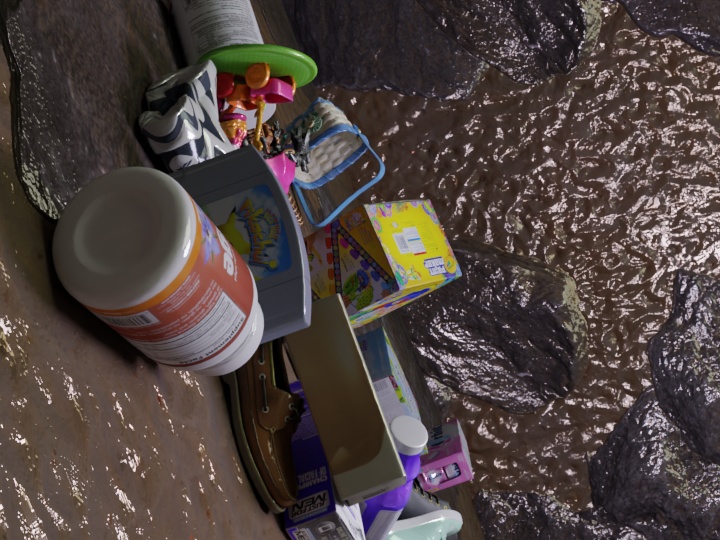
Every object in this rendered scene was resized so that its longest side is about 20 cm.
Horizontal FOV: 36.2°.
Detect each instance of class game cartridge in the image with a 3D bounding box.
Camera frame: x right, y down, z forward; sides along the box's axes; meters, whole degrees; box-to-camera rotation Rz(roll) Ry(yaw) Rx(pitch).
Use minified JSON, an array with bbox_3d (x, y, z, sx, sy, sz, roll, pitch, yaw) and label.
[{"bbox_3d":[-0.124,-0.023,1.089,0.041,0.133,0.201,74,-3,-71],"label":"game cartridge"}]

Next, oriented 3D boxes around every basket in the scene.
[{"bbox_3d":[-0.064,-0.204,2.052,0.201,0.176,0.139,57,17,21],"label":"basket"}]

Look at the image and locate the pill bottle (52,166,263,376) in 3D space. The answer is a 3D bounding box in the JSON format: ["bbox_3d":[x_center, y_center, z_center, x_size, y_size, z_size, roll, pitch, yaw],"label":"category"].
[{"bbox_3d":[-0.148,0.012,0.868,0.200,0.112,0.113,58,13,-62],"label":"pill bottle"}]

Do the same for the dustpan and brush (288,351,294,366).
[{"bbox_3d":[-0.048,0.183,1.487,0.140,0.057,0.201,-37,113,-71],"label":"dustpan and brush"}]

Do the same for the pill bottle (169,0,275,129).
[{"bbox_3d":[-0.188,-0.300,1.519,0.113,0.113,0.201,52,19,-69],"label":"pill bottle"}]

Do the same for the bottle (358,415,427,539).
[{"bbox_3d":[0.022,0.251,1.290,0.084,0.065,0.201,-103,-151,-47],"label":"bottle"}]

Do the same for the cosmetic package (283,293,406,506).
[{"bbox_3d":[-0.019,0.136,1.145,0.105,0.071,0.201,80,-10,-73],"label":"cosmetic package"}]

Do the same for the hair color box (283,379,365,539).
[{"bbox_3d":[-0.049,0.230,1.233,0.200,0.064,0.110,-106,173,-50],"label":"hair color box"}]

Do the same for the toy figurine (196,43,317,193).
[{"bbox_3d":[-0.149,-0.160,1.357,0.150,0.199,0.185,16,71,-56],"label":"toy figurine"}]

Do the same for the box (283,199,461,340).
[{"bbox_3d":[0.000,0.000,1.507,0.200,0.192,0.123,-11,76,-60],"label":"box"}]

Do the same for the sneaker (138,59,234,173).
[{"bbox_3d":[-0.183,-0.151,1.244,0.199,0.079,0.130,-99,168,-62],"label":"sneaker"}]

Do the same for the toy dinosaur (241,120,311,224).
[{"bbox_3d":[-0.143,-0.166,1.712,0.136,0.102,0.201,-44,132,-67],"label":"toy dinosaur"}]

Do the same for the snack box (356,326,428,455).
[{"bbox_3d":[0.059,0.237,2.100,0.169,0.067,0.201,-100,167,-61],"label":"snack box"}]

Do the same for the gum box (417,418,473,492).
[{"bbox_3d":[0.169,0.394,2.320,0.200,0.113,0.066,-84,152,-77],"label":"gum box"}]

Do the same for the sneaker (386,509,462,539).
[{"bbox_3d":[0.086,0.405,1.538,0.200,0.074,0.119,0,63,-49],"label":"sneaker"}]

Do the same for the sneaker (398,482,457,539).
[{"bbox_3d":[0.071,0.332,1.655,0.075,0.106,0.201,177,-104,-74],"label":"sneaker"}]

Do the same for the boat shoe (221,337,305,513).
[{"bbox_3d":[-0.092,0.142,1.119,0.072,0.068,0.201,48,23,-77],"label":"boat shoe"}]
